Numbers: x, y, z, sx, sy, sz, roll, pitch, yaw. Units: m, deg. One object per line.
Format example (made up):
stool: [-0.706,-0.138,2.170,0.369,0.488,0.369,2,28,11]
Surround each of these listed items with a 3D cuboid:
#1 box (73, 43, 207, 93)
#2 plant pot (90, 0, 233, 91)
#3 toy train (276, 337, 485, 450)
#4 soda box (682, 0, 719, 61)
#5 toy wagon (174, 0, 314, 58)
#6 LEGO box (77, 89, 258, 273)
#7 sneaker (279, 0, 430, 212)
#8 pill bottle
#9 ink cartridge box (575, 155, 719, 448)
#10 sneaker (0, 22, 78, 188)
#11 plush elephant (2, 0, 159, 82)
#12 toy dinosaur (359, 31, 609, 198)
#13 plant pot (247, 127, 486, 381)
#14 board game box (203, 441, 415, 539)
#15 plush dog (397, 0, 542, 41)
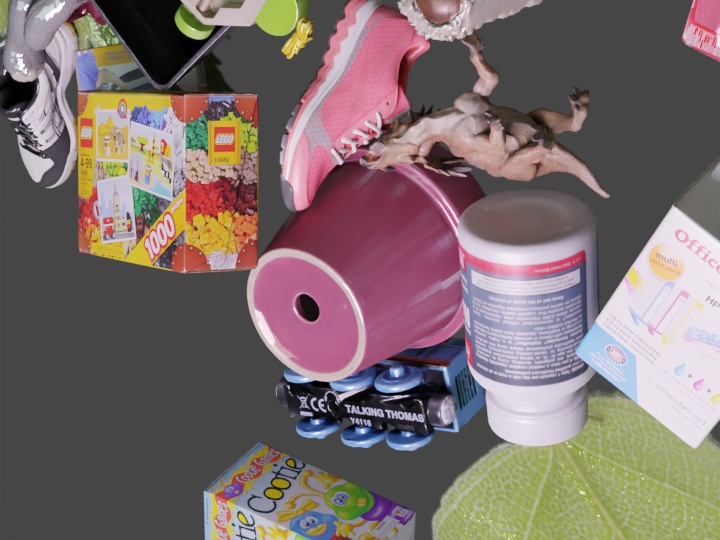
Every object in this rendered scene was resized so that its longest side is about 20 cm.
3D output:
box: [-0.198,-0.116,1.646,0.118,0.041,0.203,-7,92,8]
plant pot: [-0.125,-0.306,1.455,0.200,0.177,0.200,53,133,-1]
toy train: [0.017,0.111,1.640,0.198,0.114,0.088,3,115,36]
soda box: [0.293,-0.247,1.241,0.063,0.070,0.202,28,129,20]
toy wagon: [-0.104,-0.246,1.326,0.200,0.040,0.155,46,134,5]
LEGO box: [-0.172,-0.083,1.528,0.199,0.077,0.151,9,100,54]
sneaker: [-0.004,-0.137,1.479,0.086,0.074,0.202,23,85,11]
pill bottle: [0.147,0.043,1.494,0.119,0.119,0.202,12,122,32]
ink cartridge box: [0.284,0.011,1.366,0.128,0.125,0.201,38,133,13]
sneaker: [-0.339,-0.165,1.768,0.075,0.088,0.202,22,129,23]
plush elephant: [-0.228,-0.265,1.568,0.153,0.166,0.201,21,151,4]
toy dinosaur: [0.112,-0.107,1.459,0.198,0.086,0.136,23,144,-5]
plant pot: [0.000,0.000,1.542,0.198,0.179,0.202,19,127,28]
board game box: [-0.054,0.278,1.803,0.198,0.103,0.106,20,127,27]
plush dog: [0.091,-0.285,1.354,0.172,0.160,0.201,42,107,29]
